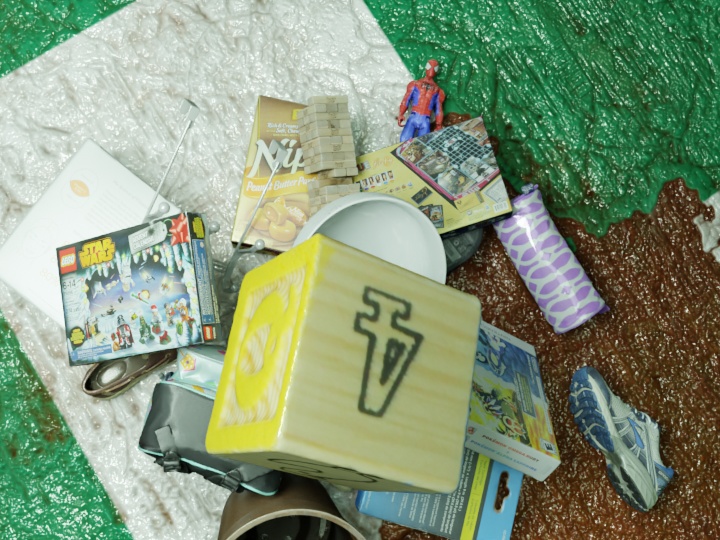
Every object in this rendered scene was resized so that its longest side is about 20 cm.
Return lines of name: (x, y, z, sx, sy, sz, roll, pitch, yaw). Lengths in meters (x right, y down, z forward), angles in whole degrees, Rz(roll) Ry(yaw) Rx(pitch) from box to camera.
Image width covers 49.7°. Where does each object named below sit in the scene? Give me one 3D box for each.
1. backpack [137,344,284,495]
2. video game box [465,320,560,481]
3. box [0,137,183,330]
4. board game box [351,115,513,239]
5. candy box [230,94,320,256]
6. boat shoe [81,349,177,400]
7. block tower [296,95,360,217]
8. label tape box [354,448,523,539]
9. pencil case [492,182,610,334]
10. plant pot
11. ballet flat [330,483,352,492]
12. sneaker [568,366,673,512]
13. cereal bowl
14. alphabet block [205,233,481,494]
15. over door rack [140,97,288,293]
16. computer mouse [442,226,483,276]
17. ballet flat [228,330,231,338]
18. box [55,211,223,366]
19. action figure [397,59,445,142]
backpack: (-0.164, 0.171, 0.924, 0.172, 0.200, 0.157, 17, 77, -7)
video game box: (0.148, 0.137, 0.956, 0.179, 0.202, 0.047, 24, 124, -16)
box: (-0.336, -0.032, 0.984, 0.151, 0.106, 0.202, 37, 80, 0)
board game box: (0.087, -0.107, 1.025, 0.195, 0.035, 0.139, -17, 78, 2)
candy box: (-0.101, -0.122, 1.048, 0.112, 0.055, 0.205, 11, 82, -5)
boat shoe: (-0.270, 0.092, 0.989, 0.198, 0.072, 0.073, -35, 86, -10)
block tower: (-0.037, -0.118, 1.001, 0.053, 0.057, 0.206, -8, 93, -31)
label tape box: (0.105, 0.262, 1.005, 0.195, 0.063, 0.148, 17, 80, -3)
pencil case: (0.255, -0.015, 1.058, 0.084, 0.084, 0.203, -25, 85, -32)
plant pot: (-0.089, 0.333, 0.892, 0.195, 0.198, 0.206, -1, 97, -12)
ballet flat: (-0.030, 0.192, 0.985, 0.065, 0.057, 0.205, -6, 104, -4)
sneaker: (0.351, 0.213, 1.042, 0.084, 0.077, 0.203, -28, 92, -19)
cereal bowl: (0.000, 0.000, 0.938, 0.195, 0.083, 0.205, -7, 110, -20)
alphabet block: (-0.018, 0.105, 0.780, 0.197, 0.194, 0.201, 20, 67, -25)
over door rack: (-0.177, -0.084, 0.936, 0.146, 0.066, 0.204, 20, 91, -38)
computer mouse: (0.077, -0.021, 1.056, 0.198, 0.053, 0.140, -33, 79, -1)
ballet flat: (-0.073, 0.082, 1.015, 0.195, 0.073, 0.075, -2, 81, -6)
box: (-0.249, 0.024, 0.861, 0.196, 0.040, 0.141, -12, 84, 26)
action figure: (0.081, -0.200, 1.084, 0.064, 0.052, 0.205, 13, 78, 1)
